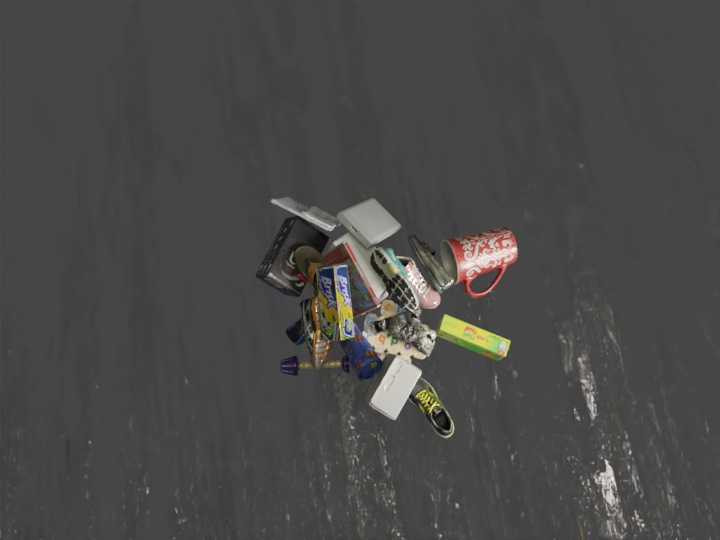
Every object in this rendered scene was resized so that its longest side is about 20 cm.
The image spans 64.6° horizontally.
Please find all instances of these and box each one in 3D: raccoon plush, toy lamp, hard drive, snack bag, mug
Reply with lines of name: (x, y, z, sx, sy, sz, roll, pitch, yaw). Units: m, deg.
raccoon plush: (0.122, 0.193, 1.643, 0.196, 0.096, 0.137, -17, 90, 25)
toy lamp: (-0.130, 0.269, 1.629, 0.195, 0.058, 0.060, -4, 75, -4)
hard drive: (0.029, -0.144, 1.689, 0.132, 0.027, 0.199, 45, 34, 9)
snack bag: (-0.155, -0.174, 1.684, 0.197, 0.189, 0.022, 26, 103, 2)
mug: (0.355, -0.030, 1.695, 0.196, 0.133, 0.181, -16, 107, -10)

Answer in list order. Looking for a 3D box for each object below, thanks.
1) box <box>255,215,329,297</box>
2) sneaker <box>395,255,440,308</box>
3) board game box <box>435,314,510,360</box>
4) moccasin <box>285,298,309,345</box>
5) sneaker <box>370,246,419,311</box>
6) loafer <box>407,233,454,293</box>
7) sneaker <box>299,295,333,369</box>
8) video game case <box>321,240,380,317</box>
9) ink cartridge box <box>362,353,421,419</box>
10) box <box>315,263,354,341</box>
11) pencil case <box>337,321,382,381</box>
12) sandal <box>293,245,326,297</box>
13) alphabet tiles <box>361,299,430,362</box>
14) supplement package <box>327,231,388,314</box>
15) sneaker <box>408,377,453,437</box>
box: (-0.198, -0.040, 1.662, 0.121, 0.105, 0.203, 33, 74, -26)
sneaker: (0.154, 0.031, 1.669, 0.199, 0.105, 0.076, 36, 65, 9)
board game box: (0.317, 0.193, 1.632, 0.196, 0.102, 0.048, 22, 76, 5)
moccasin: (-0.142, 0.121, 1.656, 0.068, 0.081, 0.200, 38, 75, 17)
sneaker: (0.108, 0.017, 1.577, 0.079, 0.077, 0.202, -16, 71, -46)
loafer: (0.210, -0.029, 1.696, 0.062, 0.072, 0.203, -30, 70, 6)
sneaker: (-0.128, 0.172, 1.589, 0.076, 0.078, 0.205, -2, 91, 33)
video game case: (-0.033, 0.028, 1.599, 0.017, 0.142, 0.203, -30, 92, -37)
ink cartridge box: (0.081, 0.308, 1.537, 0.083, 0.200, 0.147, 31, 82, 0)
box: (-0.069, 0.086, 1.551, 0.069, 0.064, 0.205, -6, 90, 36)
pencil case: (-0.013, 0.219, 1.593, 0.077, 0.088, 0.201, -10, 40, -27)
sandal: (-0.120, 0.020, 1.599, 0.080, 0.055, 0.204, -23, 92, -14)
alphabet tiles: (0.103, 0.193, 1.673, 0.195, 0.015, 0.200, 11, 78, 2)
supplement package: (0.000, 0.000, 1.654, 0.116, 0.117, 0.201, -32, 77, -35)
sneaker: (0.198, 0.373, 1.591, 0.074, 0.085, 0.201, -38, 79, -11)
